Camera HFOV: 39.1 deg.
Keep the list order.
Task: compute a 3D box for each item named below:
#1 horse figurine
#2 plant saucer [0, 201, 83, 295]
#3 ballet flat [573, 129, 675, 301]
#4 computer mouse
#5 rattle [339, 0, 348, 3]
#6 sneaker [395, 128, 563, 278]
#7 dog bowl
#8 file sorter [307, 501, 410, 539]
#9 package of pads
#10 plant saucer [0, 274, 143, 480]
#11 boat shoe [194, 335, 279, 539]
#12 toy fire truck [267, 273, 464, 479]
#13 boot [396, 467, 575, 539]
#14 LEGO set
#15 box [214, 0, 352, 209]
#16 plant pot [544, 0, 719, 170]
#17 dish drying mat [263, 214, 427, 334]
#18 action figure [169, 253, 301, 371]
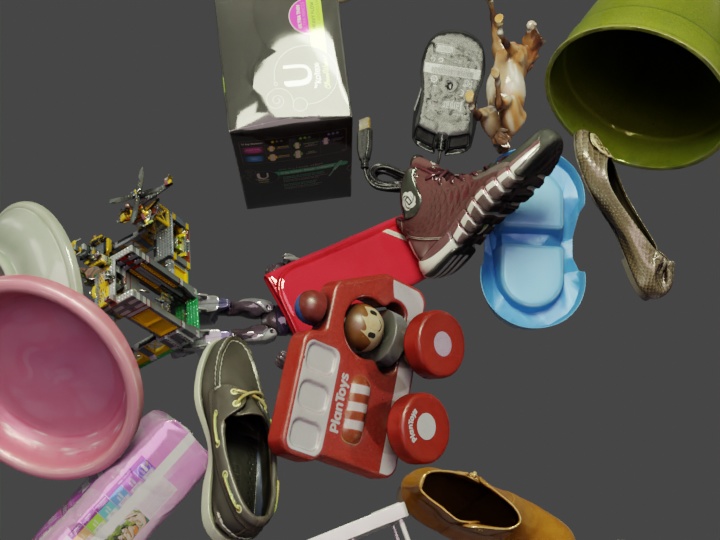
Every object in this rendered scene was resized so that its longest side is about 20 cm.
[{"bbox_3d":[0.157,-0.205,1.107,0.049,0.133,0.202,-1,66,24],"label":"horse figurine"},{"bbox_3d":[-0.343,0.034,0.995,0.050,0.200,0.202,-4,65,-47],"label":"plant saucer"},{"bbox_3d":[0.285,-0.066,1.091,0.046,0.067,0.202,-30,74,33],"label":"ballet flat"},{"bbox_3d":[0.067,-0.172,1.140,0.138,0.046,0.203,3,79,3],"label":"computer mouse"},{"bbox_3d":[-0.065,-0.395,1.196,0.198,0.130,0.144,-3,58,26],"label":"rattle"},{"bbox_3d":[0.105,-0.095,1.036,0.200,0.075,0.116,-46,66,21],"label":"sneaker"},{"bbox_3d":[0.182,-0.030,1.090,0.110,0.050,0.203,3,73,1],"label":"dog bowl"},{"bbox_3d":[-0.034,0.311,0.933,0.198,0.139,0.126,-20,76,-7],"label":"file sorter"},{"bbox_3d":[-0.233,0.226,0.965,0.076,0.120,0.200,44,76,-8],"label":"package of pads"},{"bbox_3d":[-0.286,0.093,0.923,0.198,0.051,0.203,5,115,12],"label":"plant saucer"},{"bbox_3d":[-0.109,0.147,0.936,0.071,0.060,0.203,17,52,-36],"label":"boat shoe"},{"bbox_3d":[0.000,0.095,0.975,0.167,0.111,0.202,26,67,-36],"label":"toy fire truck"},{"bbox_3d":[0.131,0.237,0.945,0.199,0.144,0.072,21,74,-5],"label":"boot"},{"bbox_3d":[-0.242,0.006,0.996,0.152,0.116,0.202,-18,54,26],"label":"LEGO set"},{"bbox_3d":[-0.076,-0.172,1.053,0.123,0.200,0.150,-8,72,-3],"label":"box"},{"bbox_3d":[0.328,-0.248,1.101,0.199,0.201,0.194,26,62,7],"label":"plant pot"},{"bbox_3d":[0.000,0.000,1.060,0.199,0.018,0.077,-24,79,-29],"label":"dish drying mat"},{"bbox_3d":[-0.097,0.053,1.052,0.197,0.070,0.132,-5,67,-6],"label":"action figure"}]
